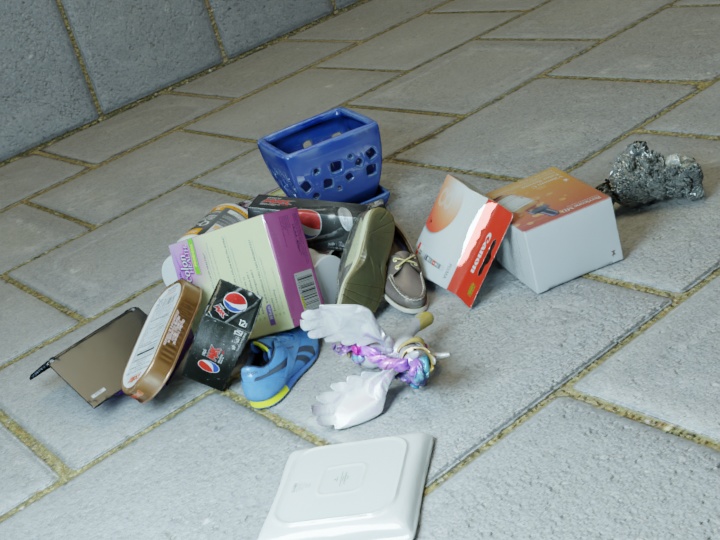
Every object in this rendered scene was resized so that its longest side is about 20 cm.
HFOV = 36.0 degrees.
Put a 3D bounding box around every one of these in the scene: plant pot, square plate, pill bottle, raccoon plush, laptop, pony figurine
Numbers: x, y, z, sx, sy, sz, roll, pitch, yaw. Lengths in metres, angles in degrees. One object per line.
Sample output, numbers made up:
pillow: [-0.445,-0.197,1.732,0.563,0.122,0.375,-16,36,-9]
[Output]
plant pot: [-0.064,-0.193,2.167,0.199,0.181,0.200,-24,24,-14]
square plate: [-0.019,0.259,1.319,0.197,0.029,0.200,-10,24,16]
pill bottle: [-0.122,0.017,1.824,0.199,0.114,0.113,5,32,41]
pill bottle: [-0.276,-0.033,2.043,0.116,0.117,0.200,-4,26,28]
raccoon plush: [0.466,-0.118,1.796,0.200,0.097,0.134,-52,45,-5]
laptop: [-0.410,0.147,1.771,0.177,0.104,0.200,-34,3,-33]
pony figurine: [0.023,0.112,1.498,0.192,0.168,0.200,-8,8,2]

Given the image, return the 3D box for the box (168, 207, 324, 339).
box: [-0.176,0.015,1.724,0.199,0.177,0.097,-16,1,32]

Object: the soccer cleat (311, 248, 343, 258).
soccer cleat: [-0.063,-0.028,1.872,0.199,0.069,0.085,14,6,13]

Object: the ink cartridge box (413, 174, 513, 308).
ink cartridge box: [0.153,-0.048,1.734,0.050,0.163,0.200,20,11,-19]

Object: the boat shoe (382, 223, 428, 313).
boat shoe: [0.062,-0.008,1.767,0.071,0.060,0.200,-3,35,-14]

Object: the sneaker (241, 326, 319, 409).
sneaker: [-0.118,0.120,1.639,0.066,0.079,0.200,-7,24,27]

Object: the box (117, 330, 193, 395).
box: [-0.357,0.135,1.821,0.136,0.039,0.200,-12,24,14]

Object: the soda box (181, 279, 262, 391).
soda box: [-0.200,0.096,1.587,0.070,0.200,0.064,23,55,-6]

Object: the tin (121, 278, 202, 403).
tin: [-0.300,0.103,1.662,0.112,0.042,0.201,-28,37,53]

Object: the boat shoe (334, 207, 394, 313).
boat shoe: [-0.001,-0.001,1.740,0.071,0.202,0.066,21,-10,-29]

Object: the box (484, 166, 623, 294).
box: [0.291,-0.067,1.729,0.151,0.107,0.200,-21,23,-10]

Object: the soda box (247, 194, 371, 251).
soda box: [-0.084,-0.078,1.834,0.198,0.064,0.071,5,23,10]

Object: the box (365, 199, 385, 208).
box: [-0.038,-0.054,2.005,0.199,0.049,0.161,-18,22,3]

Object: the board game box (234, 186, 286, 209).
board game box: [-0.167,-0.147,2.335,0.199,0.032,0.120,-23,28,-12]
